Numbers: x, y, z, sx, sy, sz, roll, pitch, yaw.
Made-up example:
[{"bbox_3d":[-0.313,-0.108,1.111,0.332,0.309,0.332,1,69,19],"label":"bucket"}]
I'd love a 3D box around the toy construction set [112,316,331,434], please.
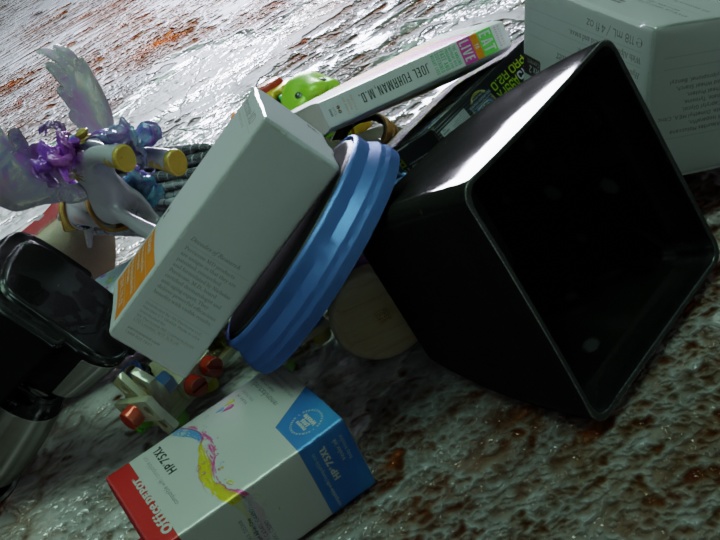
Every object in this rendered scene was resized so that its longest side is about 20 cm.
[{"bbox_3d":[-0.131,0.081,1.026,0.131,0.092,0.200,8,32,44],"label":"toy construction set"}]

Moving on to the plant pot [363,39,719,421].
[{"bbox_3d":[0.117,-0.023,0.913,0.177,0.200,0.200,-9,31,50],"label":"plant pot"}]

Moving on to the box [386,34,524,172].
[{"bbox_3d":[0.088,-0.141,1.163,0.200,0.044,0.160,-46,10,-37],"label":"box"}]

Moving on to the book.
[{"bbox_3d":[0.027,-0.174,1.129,0.200,0.048,0.134,-27,8,-20],"label":"book"}]

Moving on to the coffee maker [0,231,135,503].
[{"bbox_3d":[-0.315,0.075,0.993,0.200,0.192,0.135,-48,41,23],"label":"coffee maker"}]

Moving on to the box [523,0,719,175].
[{"bbox_3d":[0.272,-0.180,1.040,0.200,0.131,0.199,-13,27,-20],"label":"box"}]

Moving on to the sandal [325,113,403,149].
[{"bbox_3d":[0.000,-0.135,1.241,0.082,0.055,0.200,23,22,31],"label":"sandal"}]

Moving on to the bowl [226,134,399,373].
[{"bbox_3d":[-0.040,-0.017,0.930,0.201,0.039,0.201,-55,12,17],"label":"bowl"}]

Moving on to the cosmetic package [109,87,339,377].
[{"bbox_3d":[-0.106,-0.030,0.917,0.200,0.071,0.101,-52,20,11],"label":"cosmetic package"}]

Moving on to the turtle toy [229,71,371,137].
[{"bbox_3d":[-0.070,-0.164,1.325,0.146,0.101,0.200,-37,17,-21],"label":"turtle toy"}]

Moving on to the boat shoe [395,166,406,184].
[{"bbox_3d":[0.013,-0.067,1.063,0.200,0.069,0.084,16,15,28],"label":"boat shoe"}]

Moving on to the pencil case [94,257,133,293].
[{"bbox_3d":[-0.241,0.043,1.165,0.200,0.083,0.091,-32,26,-13],"label":"pencil case"}]

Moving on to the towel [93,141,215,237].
[{"bbox_3d":[-0.156,-0.079,1.225,0.200,0.086,0.165,-2,-3,33],"label":"towel"}]

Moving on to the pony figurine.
[{"bbox_3d":[-0.246,-0.091,1.093,0.200,0.193,0.167,7,44,43],"label":"pony figurine"}]

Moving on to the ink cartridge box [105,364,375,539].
[{"bbox_3d":[-0.105,0.165,0.882,0.200,0.067,0.116,-34,30,-15],"label":"ink cartridge box"}]

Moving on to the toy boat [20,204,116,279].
[{"bbox_3d":[-0.348,-0.001,1.247,0.131,0.131,0.200,23,49,23],"label":"toy boat"}]

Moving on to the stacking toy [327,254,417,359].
[{"bbox_3d":[0.000,0.000,1.068,0.085,0.085,0.200,-25,24,0],"label":"stacking toy"}]

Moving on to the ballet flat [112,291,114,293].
[{"bbox_3d":[-0.153,0.013,1.102,0.200,0.067,0.068,-22,73,-15],"label":"ballet flat"}]
